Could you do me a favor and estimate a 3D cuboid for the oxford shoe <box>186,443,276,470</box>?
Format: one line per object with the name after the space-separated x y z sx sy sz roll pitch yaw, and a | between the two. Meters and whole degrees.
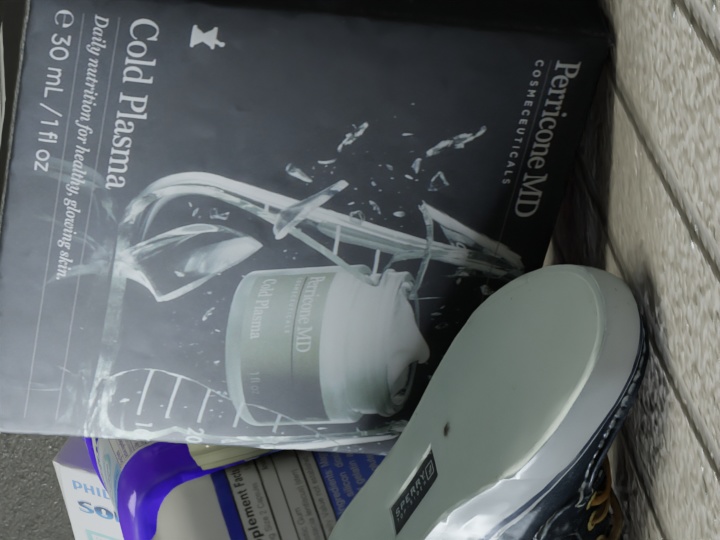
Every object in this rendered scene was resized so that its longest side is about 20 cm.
0.000 0.031 1.017 0.075 0.200 0.058 -22 88 44 | oxford shoe

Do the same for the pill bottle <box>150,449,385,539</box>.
-0.016 0.126 0.973 0.112 0.199 0.112 162 90 -85 | pill bottle

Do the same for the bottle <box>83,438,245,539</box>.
-0.099 0.085 1.173 0.200 0.065 0.084 -128 21 -63 | bottle

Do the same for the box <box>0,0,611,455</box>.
-0.036 -0.046 0.875 0.124 0.196 0.201 -102 20 -50 | box

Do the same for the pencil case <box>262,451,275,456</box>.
0.000 0.000 1.108 0.078 0.087 0.200 49 130 29 | pencil case

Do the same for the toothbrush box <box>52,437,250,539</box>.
-0.052 0.079 1.311 0.086 0.146 0.200 82 -150 -43 | toothbrush box

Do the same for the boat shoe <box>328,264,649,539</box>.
0.065 0.072 0.848 0.200 0.091 0.071 -54 35 42 | boat shoe
